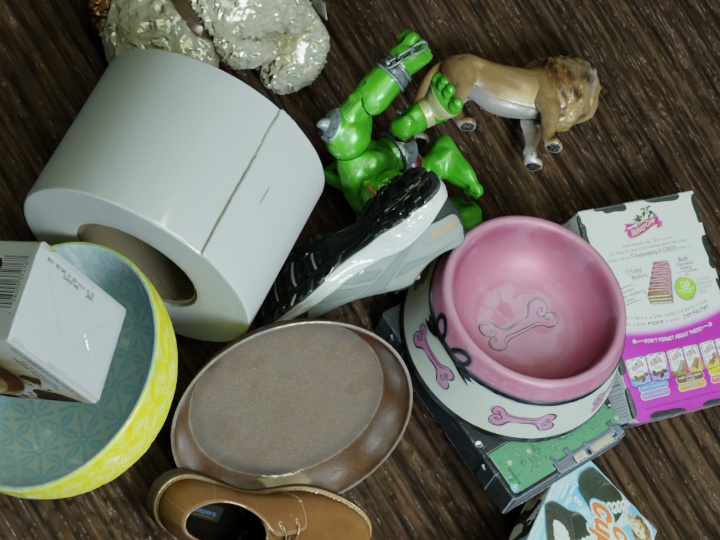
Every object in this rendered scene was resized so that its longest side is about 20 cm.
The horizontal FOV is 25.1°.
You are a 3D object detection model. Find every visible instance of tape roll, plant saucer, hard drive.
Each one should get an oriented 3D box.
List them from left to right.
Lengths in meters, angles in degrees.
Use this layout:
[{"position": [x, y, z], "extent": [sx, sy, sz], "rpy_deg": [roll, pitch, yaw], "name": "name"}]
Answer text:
[{"position": [-0.145, -0.057, 1.271], "extent": [0.202, 0.203, 0.140], "rpy_deg": [33, 65, -12], "name": "tape roll"}, {"position": [-0.057, 0.111, 1.294], "extent": [0.198, 0.202, 0.035], "rpy_deg": [3, 36, -23], "name": "plant saucer"}, {"position": [0.122, 0.096, 1.407], "extent": [0.139, 0.038, 0.201], "rpy_deg": [-27, 69, -28], "name": "hard drive"}]

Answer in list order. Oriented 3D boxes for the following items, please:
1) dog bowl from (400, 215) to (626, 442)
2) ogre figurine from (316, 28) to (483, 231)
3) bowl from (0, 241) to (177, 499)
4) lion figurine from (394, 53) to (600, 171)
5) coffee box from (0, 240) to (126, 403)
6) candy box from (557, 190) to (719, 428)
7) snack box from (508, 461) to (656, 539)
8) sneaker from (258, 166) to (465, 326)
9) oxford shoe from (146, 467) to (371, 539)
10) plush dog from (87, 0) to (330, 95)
[{"position": [0.139, 0.041, 1.380], "extent": [0.198, 0.074, 0.202], "rpy_deg": [8, 58, -12], "name": "dog bowl"}, {"position": [0.034, -0.094, 1.409], "extent": [0.119, 0.201, 0.098], "rpy_deg": [-30, 53, -13], "name": "ogre figurine"}, {"position": [-0.213, 0.090, 1.240], "extent": [0.108, 0.198, 0.202], "rpy_deg": [45, 54, -53], "name": "bowl"}, {"position": [0.130, -0.164, 1.495], "extent": [0.198, 0.073, 0.124], "rpy_deg": [15, 60, -14], "name": "lion figurine"}, {"position": [-0.288, 0.035, 1.172], "extent": [0.113, 0.198, 0.080], "rpy_deg": [47, 52, -52], "name": "coffee box"}, {"position": [0.269, 0.037, 1.505], "extent": [0.135, 0.061, 0.202], "rpy_deg": [-10, 81, -25], "name": "candy box"}, {"position": [0.182, 0.248, 1.376], "extent": [0.116, 0.037, 0.200], "rpy_deg": [46, 36, -7], "name": "snack box"}, {"position": [0.000, 0.000, 1.348], "extent": [0.079, 0.199, 0.074], "rpy_deg": [48, 18, -34], "name": "sneaker"}, {"position": [-0.070, 0.210, 1.290], "extent": [0.198, 0.071, 0.072], "rpy_deg": [12, 96, -30], "name": "oxford shoe"}, {"position": [-0.136, -0.212, 1.362], "extent": [0.171, 0.160, 0.200], "rpy_deg": [-39, 94, -4], "name": "plush dog"}]
